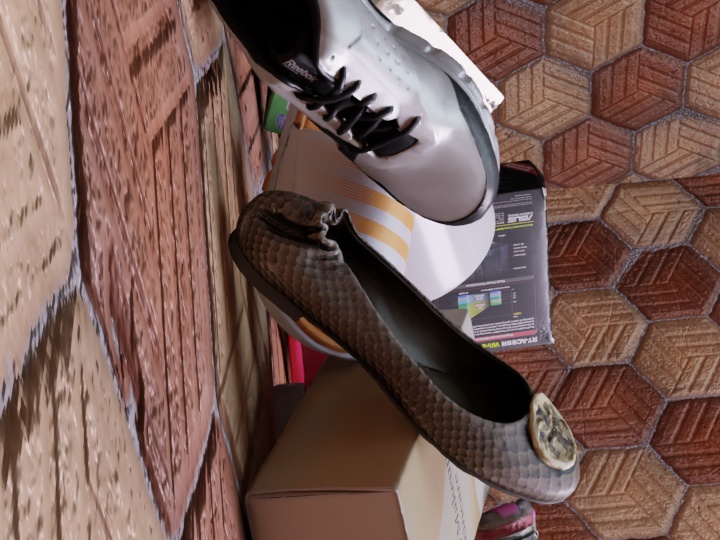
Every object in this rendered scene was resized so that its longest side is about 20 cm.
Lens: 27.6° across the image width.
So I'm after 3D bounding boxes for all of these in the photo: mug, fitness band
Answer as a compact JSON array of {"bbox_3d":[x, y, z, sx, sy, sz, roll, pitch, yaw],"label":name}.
[{"bbox_3d":[0.002,-0.086,1.069,0.186,0.149,0.154,42,-19,39],"label":"mug"},{"bbox_3d":[-0.023,0.118,0.841,0.144,0.037,0.202,67,19,-85],"label":"fitness band"}]

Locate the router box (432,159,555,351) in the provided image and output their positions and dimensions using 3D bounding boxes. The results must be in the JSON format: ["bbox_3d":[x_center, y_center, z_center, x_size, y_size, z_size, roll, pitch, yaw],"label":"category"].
[{"bbox_3d":[0.061,-0.002,1.240,0.062,0.198,0.151,-103,-174,-63],"label":"router box"}]

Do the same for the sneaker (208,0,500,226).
[{"bbox_3d":[-0.009,-0.086,0.652,0.200,0.073,0.080,47,31,-24],"label":"sneaker"}]

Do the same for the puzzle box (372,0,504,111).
[{"bbox_3d":[0.014,-0.192,1.014,0.133,0.025,0.200,40,10,-42],"label":"puzzle box"}]

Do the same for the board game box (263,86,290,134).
[{"bbox_3d":[-0.017,-0.196,0.856,0.135,0.029,0.201,-89,-165,-44],"label":"board game box"}]

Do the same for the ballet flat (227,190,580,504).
[{"bbox_3d":[0.028,0.031,0.657,0.200,0.046,0.067,40,25,-8],"label":"ballet flat"}]

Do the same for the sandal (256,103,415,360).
[{"bbox_3d":[-0.006,-0.059,0.750,0.059,0.079,0.209,-38,-138,54],"label":"sandal"}]

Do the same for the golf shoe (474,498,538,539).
[{"bbox_3d":[0.055,0.205,0.841,0.093,0.072,0.200,66,-27,18],"label":"golf shoe"}]

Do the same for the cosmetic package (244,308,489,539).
[{"bbox_3d":[0.013,0.103,0.714,0.200,0.070,0.106,-61,143,-65],"label":"cosmetic package"}]
